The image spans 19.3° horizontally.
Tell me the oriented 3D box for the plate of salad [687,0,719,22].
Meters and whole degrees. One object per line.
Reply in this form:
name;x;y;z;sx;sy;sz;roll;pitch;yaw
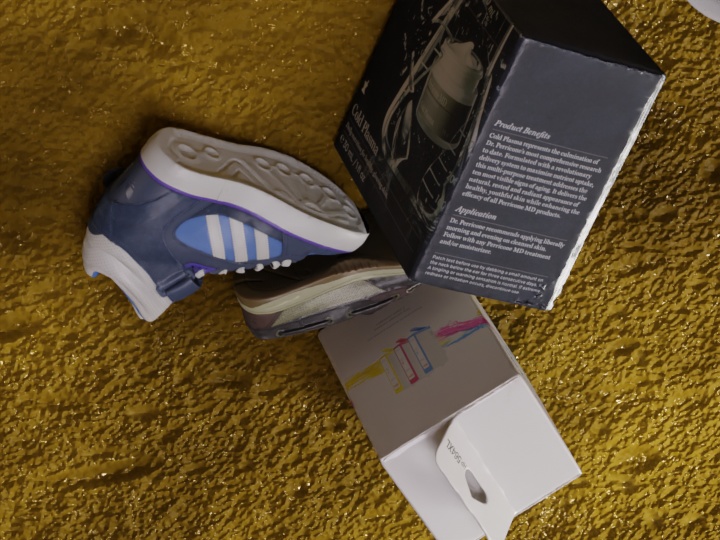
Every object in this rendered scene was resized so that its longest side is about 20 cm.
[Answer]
plate of salad;0.323;-0.268;1.590;0.200;0.048;0.200;-10;124;-14

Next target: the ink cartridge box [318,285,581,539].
ink cartridge box;0.073;0.111;1.653;0.125;0.200;0.129;-33;128;3

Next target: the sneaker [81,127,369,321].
sneaker;-0.110;-0.018;1.584;0.200;0.081;0.147;18;123;-33

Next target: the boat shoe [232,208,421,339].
boat shoe;0.000;0.000;1.641;0.200;0.073;0.065;-14;137;-7

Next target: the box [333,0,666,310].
box;0.093;-0.112;1.512;0.124;0.200;0.197;13;117;-26
